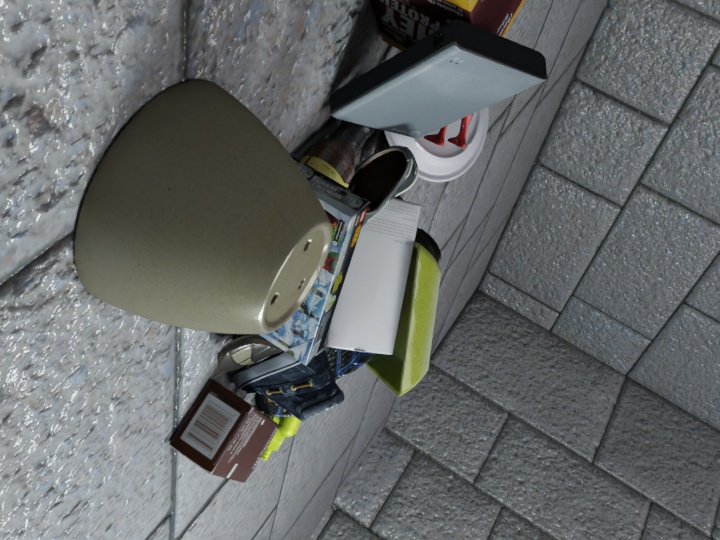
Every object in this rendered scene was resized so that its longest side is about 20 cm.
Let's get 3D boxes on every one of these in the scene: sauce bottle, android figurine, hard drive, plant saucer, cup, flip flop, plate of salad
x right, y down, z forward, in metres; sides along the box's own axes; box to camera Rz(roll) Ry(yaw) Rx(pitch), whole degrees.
[{"bbox_3d":[-0.047,-0.101,0.881,0.201,0.064,0.065,-56,167,-25],"label":"sauce bottle"},{"bbox_3d":[-0.114,0.204,1.238,0.202,0.041,0.182,-64,-170,6],"label":"android figurine"},{"bbox_3d":[0.079,-0.198,0.837,0.138,0.199,0.033,5,77,-38],"label":"hard drive"},{"bbox_3d":[0.062,0.058,1.103,0.200,0.047,0.203,-157,-106,-75],"label":"plant saucer"},{"bbox_3d":[-0.108,-0.028,0.633,0.201,0.142,0.201,-55,167,-20],"label":"cup"},{"bbox_3d":[-0.127,0.082,0.977,0.080,0.058,0.200,-22,178,14],"label":"flip flop"},{"bbox_3d":[0.095,-0.218,1.025,0.198,0.048,0.204,-3,95,-37],"label":"plate of salad"}]

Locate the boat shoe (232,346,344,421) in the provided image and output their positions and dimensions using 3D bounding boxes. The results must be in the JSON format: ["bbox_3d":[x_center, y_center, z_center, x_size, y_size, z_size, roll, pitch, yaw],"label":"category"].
[{"bbox_3d":[-0.098,0.154,1.013,0.070,0.092,0.199,-25,178,-37],"label":"boat shoe"}]

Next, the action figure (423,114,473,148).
[{"bbox_3d":[0.112,-0.267,0.973,0.064,0.099,0.203,-2,116,-37],"label":"action figure"}]

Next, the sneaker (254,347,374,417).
[{"bbox_3d":[-0.067,0.144,1.136,0.198,0.077,0.077,-31,-164,-15],"label":"sneaker"}]

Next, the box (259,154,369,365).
[{"bbox_3d":[-0.079,-0.016,0.782,0.040,0.136,0.202,-44,160,-48],"label":"box"}]

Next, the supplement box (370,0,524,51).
[{"bbox_3d":[0.110,-0.341,0.815,0.199,0.132,0.200,-60,167,-3],"label":"supplement box"}]

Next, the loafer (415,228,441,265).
[{"bbox_3d":[0.093,-0.044,1.310,0.200,0.070,0.074,-134,-125,-62],"label":"loafer"}]

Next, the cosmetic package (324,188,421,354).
[{"bbox_3d":[0.000,0.000,1.020,0.084,0.106,0.203,15,-88,59],"label":"cosmetic package"}]

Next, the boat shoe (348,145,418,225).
[{"bbox_3d":[-0.018,-0.080,0.929,0.199,0.072,0.068,-37,-179,5],"label":"boat shoe"}]

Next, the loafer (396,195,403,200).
[{"bbox_3d":[0.020,-0.034,1.280,0.063,0.071,0.202,-35,154,-49],"label":"loafer"}]

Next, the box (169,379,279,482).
[{"bbox_3d":[-0.179,0.224,1.061,0.101,0.074,0.200,-57,168,-12],"label":"box"}]

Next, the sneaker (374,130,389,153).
[{"bbox_3d":[0.072,-0.226,1.106,0.202,0.070,0.093,-63,-169,-12],"label":"sneaker"}]
